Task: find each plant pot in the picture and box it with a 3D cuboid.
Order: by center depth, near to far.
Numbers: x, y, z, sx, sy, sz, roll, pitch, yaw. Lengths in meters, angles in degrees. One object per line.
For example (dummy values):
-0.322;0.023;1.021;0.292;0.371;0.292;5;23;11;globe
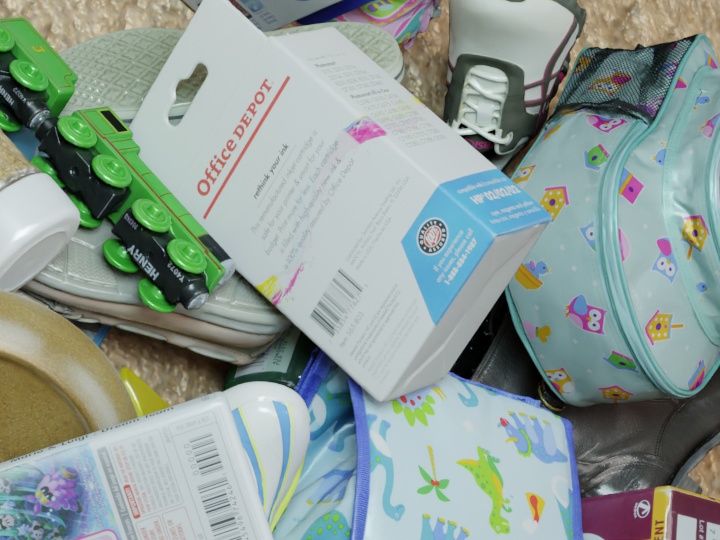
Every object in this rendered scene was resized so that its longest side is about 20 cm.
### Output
-0.200;0.104;1.236;0.200;0.027;0.200;-4;109;-12;plant pot

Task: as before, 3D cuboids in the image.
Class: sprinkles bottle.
-0.224;-0.076;1.262;0.200;0.068;0.068;47;52;10;sprinkles bottle

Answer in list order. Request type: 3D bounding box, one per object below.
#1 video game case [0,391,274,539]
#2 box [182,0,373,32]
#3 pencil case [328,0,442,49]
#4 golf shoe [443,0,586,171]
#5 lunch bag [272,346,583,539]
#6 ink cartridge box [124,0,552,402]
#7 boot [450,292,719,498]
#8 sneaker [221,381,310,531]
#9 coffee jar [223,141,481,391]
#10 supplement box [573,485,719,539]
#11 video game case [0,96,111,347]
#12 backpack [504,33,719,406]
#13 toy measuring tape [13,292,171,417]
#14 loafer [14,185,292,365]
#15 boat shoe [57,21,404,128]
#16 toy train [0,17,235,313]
-0.120;0.179;1.225;0.182;0.024;0.200;-18;98;-3;video game case
-0.082;-0.196;1.412;0.200;0.119;0.041;43;57;-22;box
0.034;-0.210;1.456;0.087;0.200;0.087;13;51;-16;pencil case
0.083;-0.113;1.490;0.077;0.200;0.088;15;75;11;golf shoe
0.028;0.149;1.359;0.170;0.127;0.200;21;74;-36;lunch bag
-0.016;-0.043;1.322;0.200;0.115;0.068;42;28;17;ink cartridge box
0.143;0.061;1.564;0.174;0.069;0.200;42;50;-13;boot
-0.074;0.154;1.281;0.076;0.200;0.105;14;31;-32;sneaker
0.000;0.000;1.451;0.104;0.085;0.200;32;62;-30;coffee jar
0.127;0.189;1.431;0.086;0.200;0.110;18;69;-35;supplement box
-0.200;0.016;1.335;0.143;0.018;0.200;42;57;-22;video game case
0.170;-0.021;1.487;0.200;0.153;0.176;-48;127;-39;backpack
-0.128;0.085;1.324;0.200;0.074;0.074;46;54;-39;toy measuring tape
-0.131;0.006;1.339;0.200;0.063;0.072;17;43;-17;loafer
-0.076;-0.092;1.398;0.200;0.062;0.075;-5;46;-9;boat shoe
-0.135;-0.055;1.320;0.200;0.042;0.056;48;29;17;toy train
